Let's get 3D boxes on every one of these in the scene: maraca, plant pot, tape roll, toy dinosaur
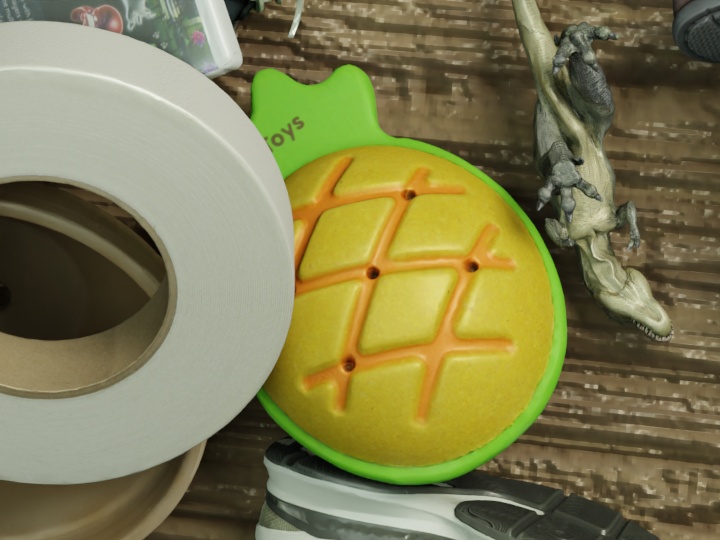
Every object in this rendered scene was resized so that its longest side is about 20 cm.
[{"bbox_3d":[0.000,0.000,1.079,0.137,0.107,0.200,-39,70,-6],"label":"maraca"},{"bbox_3d":[-0.163,0.032,1.103,0.200,0.093,0.202,-1,123,-1],"label":"plant pot"},{"bbox_3d":[-0.125,-0.002,1.001,0.202,0.037,0.204,-1,125,-2],"label":"tape roll"},{"bbox_3d":[0.088,-0.062,1.063,0.047,0.088,0.201,-13,91,3],"label":"toy dinosaur"}]

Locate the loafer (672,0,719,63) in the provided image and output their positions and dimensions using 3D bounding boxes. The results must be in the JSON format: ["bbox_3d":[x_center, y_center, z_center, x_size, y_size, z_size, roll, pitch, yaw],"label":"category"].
[{"bbox_3d":[0.223,-0.135,1.049,0.199,0.072,0.063,-12,64,9],"label":"loafer"}]

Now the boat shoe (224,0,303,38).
[{"bbox_3d":[-0.052,-0.148,1.099,0.062,0.075,0.201,18,84,16],"label":"boat shoe"}]

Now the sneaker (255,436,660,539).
[{"bbox_3d":[0.044,0.150,1.101,0.200,0.076,0.116,16,105,19],"label":"sneaker"}]

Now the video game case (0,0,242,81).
[{"bbox_3d":[-0.160,-0.145,1.000,0.181,0.023,0.201,-18,88,11],"label":"video game case"}]
